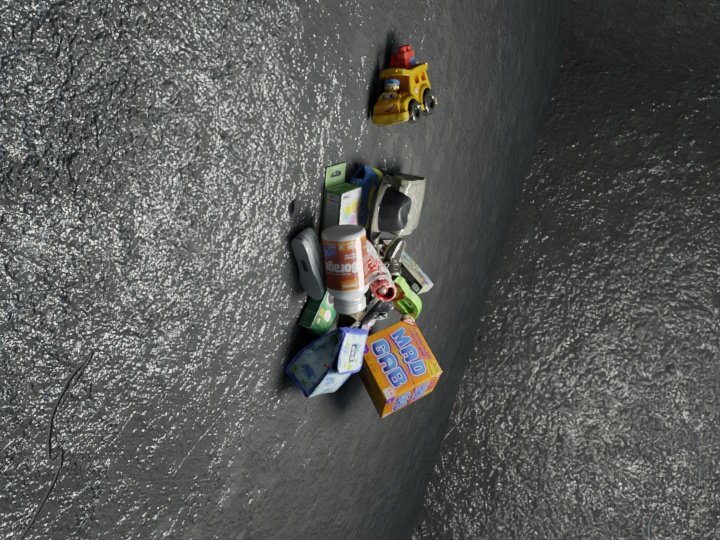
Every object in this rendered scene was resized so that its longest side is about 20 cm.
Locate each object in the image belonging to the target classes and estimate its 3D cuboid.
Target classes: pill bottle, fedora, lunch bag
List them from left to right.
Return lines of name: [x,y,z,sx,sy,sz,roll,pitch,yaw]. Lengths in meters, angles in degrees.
lunch bag: [-0.074,0.233,1.578,0.201,0.127,0.169,-50,160,10]
pill bottle: [-0.035,-0.003,1.459,0.112,0.110,0.205,-33,123,-55]
fedora: [0.088,-0.163,1.612,0.200,0.089,0.206,15,89,-77]
lunch bag: [0.126,-0.204,1.790,0.200,0.115,0.168,-44,145,-72]

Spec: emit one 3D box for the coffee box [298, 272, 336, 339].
coffee box: [-0.093,0.080,1.605,0.204,0.043,0.123,-66,157,-16]

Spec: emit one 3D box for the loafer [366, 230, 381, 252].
loafer: [0.036,-0.103,1.734,0.070,0.074,0.204,-43,142,-41]

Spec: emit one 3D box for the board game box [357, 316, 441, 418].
board game box: [0.111,0.307,1.856,0.196,0.203,0.201,-23,156,-14]

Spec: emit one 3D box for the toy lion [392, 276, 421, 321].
toy lion: [0.106,0.070,1.862,0.069,0.197,0.193,-55,169,-29]

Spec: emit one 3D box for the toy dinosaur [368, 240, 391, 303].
toy dinosaur: [0.025,-0.005,1.657,0.100,0.077,0.203,3,123,-28]

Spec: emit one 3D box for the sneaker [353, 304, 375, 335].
sneaker: [-0.003,0.147,1.802,0.139,0.076,0.205,-26,127,-60]

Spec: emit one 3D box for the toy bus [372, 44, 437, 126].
toy bus: [0.111,-0.505,1.605,0.200,0.133,0.196,-41,127,-46]

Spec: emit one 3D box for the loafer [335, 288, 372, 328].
loafer: [-0.018,0.101,1.647,0.068,0.074,0.203,-72,-178,-58]

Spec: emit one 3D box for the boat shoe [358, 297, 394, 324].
boat shoe: [0.046,0.122,1.682,0.073,0.062,0.201,-50,175,-27]

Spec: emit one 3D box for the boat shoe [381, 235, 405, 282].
boat shoe: [0.090,0.001,1.721,0.071,0.065,0.204,19,99,-54]

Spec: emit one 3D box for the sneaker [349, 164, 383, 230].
sneaker: [-0.008,-0.196,1.610,0.104,0.075,0.205,30,74,-49]

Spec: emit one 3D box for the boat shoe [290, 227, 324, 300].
boat shoe: [-0.120,-0.016,1.467,0.066,0.071,0.203,-48,137,-35]

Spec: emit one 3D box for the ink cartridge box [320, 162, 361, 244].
ink cartridge box: [-0.048,-0.169,1.533,0.103,0.058,0.205,-29,130,-56]

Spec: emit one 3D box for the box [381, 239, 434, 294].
box: [0.146,-0.014,1.893,0.035,0.201,0.109,-47,164,22]

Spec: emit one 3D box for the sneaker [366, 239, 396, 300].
sneaker: [0.028,-0.004,1.535,0.067,0.109,0.202,-33,129,11]
